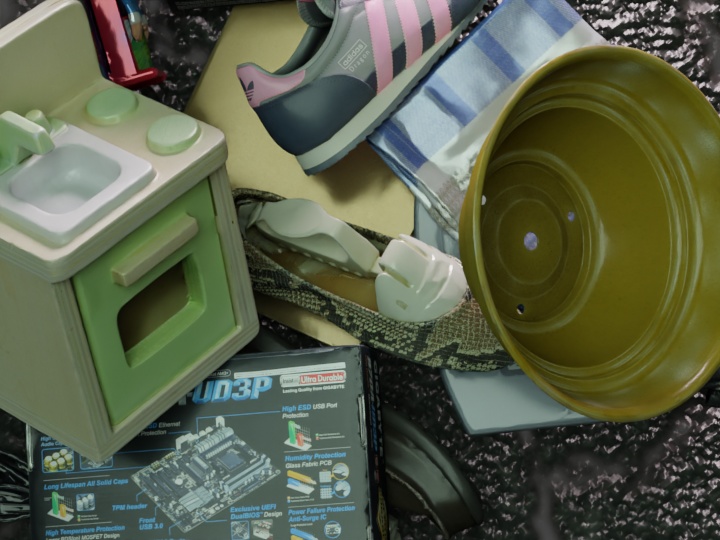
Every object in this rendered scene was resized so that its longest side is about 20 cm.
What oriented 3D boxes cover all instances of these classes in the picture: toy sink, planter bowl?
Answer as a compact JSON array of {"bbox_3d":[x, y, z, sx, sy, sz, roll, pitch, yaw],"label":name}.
[{"bbox_3d":[-0.144,-0.022,1.255,0.112,0.200,0.130,25,49,35],"label":"toy sink"},{"bbox_3d":[0.115,-0.018,1.285,0.200,0.083,0.201,2,87,-36],"label":"planter bowl"}]

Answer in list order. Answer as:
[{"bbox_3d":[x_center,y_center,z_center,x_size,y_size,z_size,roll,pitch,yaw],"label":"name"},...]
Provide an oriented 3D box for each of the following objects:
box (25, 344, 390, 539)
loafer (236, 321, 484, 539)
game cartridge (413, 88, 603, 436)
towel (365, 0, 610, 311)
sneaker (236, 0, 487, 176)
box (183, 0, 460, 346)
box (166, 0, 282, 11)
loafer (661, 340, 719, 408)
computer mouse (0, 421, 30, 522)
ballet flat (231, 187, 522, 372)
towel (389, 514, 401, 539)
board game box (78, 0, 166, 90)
[{"bbox_3d":[-0.086,0.129,1.328,0.200,0.046,0.159,-6,81,10],"label":"box"},{"bbox_3d":[-0.018,0.104,1.381,0.200,0.073,0.071,32,77,21],"label":"loafer"},{"bbox_3d":[0.099,-0.007,1.385,0.133,0.041,0.200,-5,86,-2],"label":"game cartridge"},{"bbox_3d":[0.117,-0.055,1.360,0.147,0.024,0.200,-43,86,-2],"label":"towel"},{"bbox_3d":[0.012,-0.151,1.370,0.082,0.070,0.200,45,71,-15],"label":"sneaker"},{"bbox_3d":[-0.032,-0.070,1.430,0.163,0.021,0.200,25,88,10],"label":"box"},{"bbox_3d":[-0.072,-0.257,1.355,0.124,0.200,0.149,-5,73,5],"label":"box"},{"bbox_3d":[0.256,0.058,1.343,0.200,0.072,0.063,-9,96,-4],"label":"loafer"},{"bbox_3d":[-0.156,0.060,1.403,0.138,0.053,0.200,14,84,13],"label":"computer mouse"},{"bbox_3d":[0.000,0.000,1.342,0.200,0.075,0.068,21,59,27],"label":"ballet flat"},{"bbox_3d":[-0.083,0.178,1.403,0.200,0.034,0.133,19,84,11],"label":"towel"},{"bbox_3d":[-0.138,-0.158,1.366,0.039,0.200,0.158,-16,47,2],"label":"board game box"}]
